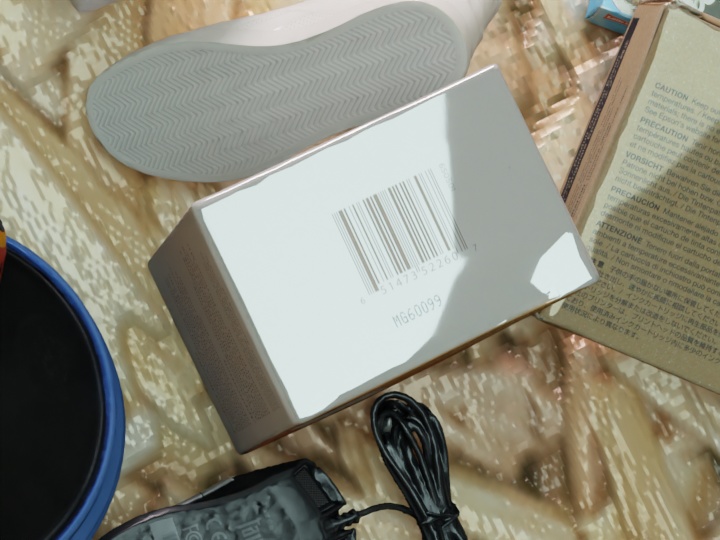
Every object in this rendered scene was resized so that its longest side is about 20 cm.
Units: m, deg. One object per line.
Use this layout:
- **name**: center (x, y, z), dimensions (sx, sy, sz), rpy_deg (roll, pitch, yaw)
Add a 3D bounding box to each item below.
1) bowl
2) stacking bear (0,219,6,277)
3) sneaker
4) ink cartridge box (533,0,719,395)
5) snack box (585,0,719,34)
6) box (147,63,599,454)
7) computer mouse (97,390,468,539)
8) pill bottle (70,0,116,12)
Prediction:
- **bowl**: center (-0.206, 0.068, 1.356), dimensions (0.199, 0.039, 0.202), rpy_deg (3, 70, -10)
- **stacking bear**: center (-0.226, -0.049, 1.321), dimensions (0.113, 0.122, 0.201), rpy_deg (-31, 70, 0)
- **sneaker**: center (-0.026, -0.103, 1.415), dimensions (0.199, 0.116, 0.074), rpy_deg (-10, 110, 22)
- **ink cartridge box**: center (0.197, -0.018, 1.423), dimensions (0.199, 0.075, 0.166), rpy_deg (23, 93, -8)
- **snack box**: center (0.196, -0.203, 1.476), dimensions (0.115, 0.037, 0.201), rpy_deg (18, 82, -8)
- **box**: center (0.000, 0.000, 1.340), dimensions (0.152, 0.200, 0.107), rpy_deg (-26, 87, -11)
- **computer mouse**: center (-0.034, 0.157, 1.401), dimensions (0.199, 0.046, 0.141), rpy_deg (-25, 93, -16)
- **pill bottle**: center (-0.142, -0.231, 1.383), dimensions (0.114, 0.114, 0.201), rpy_deg (-30, 89, -11)
